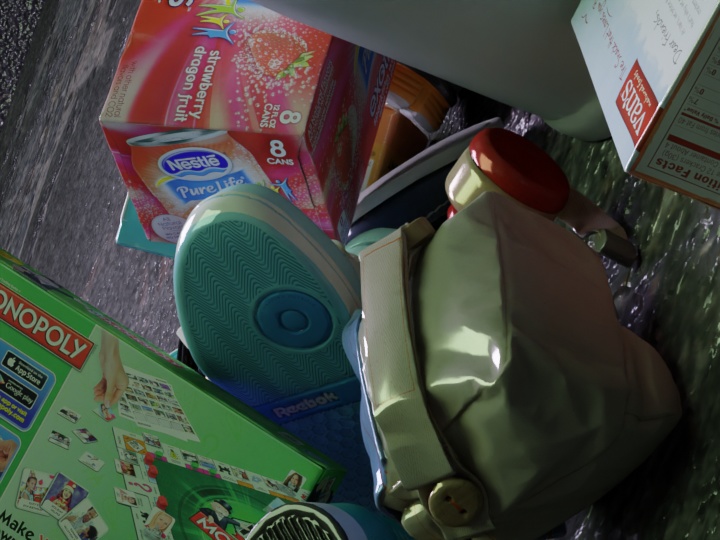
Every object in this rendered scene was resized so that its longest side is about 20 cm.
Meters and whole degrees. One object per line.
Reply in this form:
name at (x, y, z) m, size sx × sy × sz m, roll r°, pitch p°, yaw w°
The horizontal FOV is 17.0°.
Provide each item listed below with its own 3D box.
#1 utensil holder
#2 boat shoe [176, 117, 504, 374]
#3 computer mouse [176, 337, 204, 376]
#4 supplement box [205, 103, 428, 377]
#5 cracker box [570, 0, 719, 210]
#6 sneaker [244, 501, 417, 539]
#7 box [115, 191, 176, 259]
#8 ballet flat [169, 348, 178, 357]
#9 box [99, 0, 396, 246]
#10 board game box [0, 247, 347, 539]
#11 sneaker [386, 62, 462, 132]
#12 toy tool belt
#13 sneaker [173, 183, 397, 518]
utensil holder at (0.038, -0.167, 1.020) m, size 0.170 × 0.200 × 0.170 m, roll -161°, pitch 90°, yaw -75°
boat shoe at (0.000, 0.000, 1.161) m, size 0.200 × 0.062 × 0.075 m, roll -35°, pitch -3°, yaw 17°
computer mouse at (-0.070, 0.074, 1.329) m, size 0.200 × 0.046 × 0.141 m, roll -21°, pitch -54°, yaw -81°
supplement box at (-0.027, 0.011, 1.247) m, size 0.067 × 0.069 × 0.201 m, roll 37°, pitch -110°, yaw -70°
cracker box at (0.151, -0.137, 0.864) m, size 0.134 × 0.058 × 0.200 m, roll -98°, pitch 32°, yaw -60°
sneaker at (-0.020, 0.181, 0.963) m, size 0.084 × 0.121 × 0.200 m, roll 34°, pitch 107°, yaw 33°
box at (-0.062, -0.042, 1.291) m, size 0.200 × 0.049 × 0.083 m, roll 7°, pitch -82°, yaw -72°
ballet flat at (-0.130, 0.138, 1.470) m, size 0.200 × 0.069 × 0.069 m, roll -63°, pitch 12°, yaw -24°
box at (-0.040, -0.114, 1.132) m, size 0.096 × 0.099 × 0.200 m, roll 74°, pitch -154°, yaw -53°
board game box at (-0.121, 0.089, 1.001) m, size 0.135 × 0.200 × 0.029 m, roll -60°, pitch -20°, yaw 4°
sneaker at (0.029, -0.137, 1.269) m, size 0.077 × 0.078 × 0.200 m, roll -53°, pitch 23°, yaw 11°
toy tool belt at (0.038, 0.039, 0.928) m, size 0.123 × 0.125 × 0.200 m, roll -54°, pitch 21°, yaw 24°
sneaker at (-0.011, 0.009, 1.044) m, size 0.079 × 0.200 × 0.131 m, roll -11°, pitch 42°, yaw 23°
